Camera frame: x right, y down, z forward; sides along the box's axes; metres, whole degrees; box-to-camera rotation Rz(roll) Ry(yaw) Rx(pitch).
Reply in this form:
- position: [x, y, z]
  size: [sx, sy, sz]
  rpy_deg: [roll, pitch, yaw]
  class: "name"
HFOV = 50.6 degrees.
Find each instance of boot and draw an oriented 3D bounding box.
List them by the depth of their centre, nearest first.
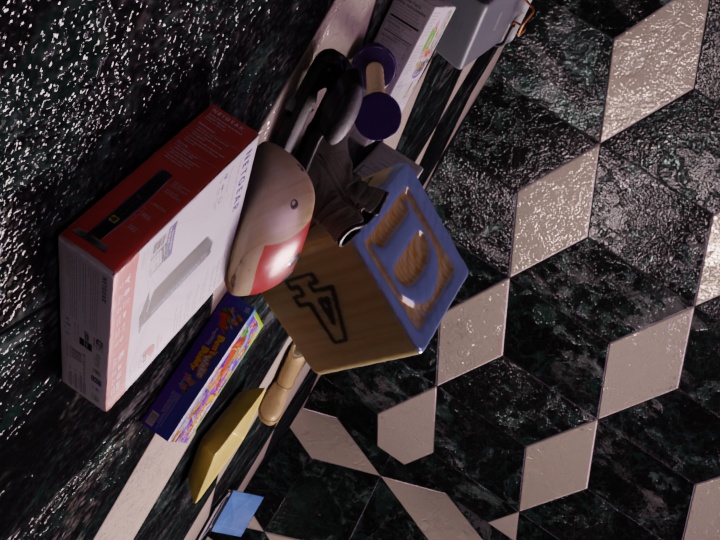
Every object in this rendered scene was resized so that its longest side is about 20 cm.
- position: [-0.018, -0.118, 0.938]
  size: [0.201, 0.129, 0.068]
  rpy_deg: [-55, 174, -36]
  class: "boot"
- position: [-0.193, 0.275, 1.953]
  size: [0.177, 0.065, 0.202]
  rpy_deg: [-71, -173, -48]
  class: "boot"

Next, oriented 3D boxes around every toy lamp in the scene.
- position: [0.016, -0.212, 0.866]
  size: [0.201, 0.057, 0.059]
  rpy_deg: [-88, -156, -57]
  class: "toy lamp"

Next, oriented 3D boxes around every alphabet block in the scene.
- position: [0.000, 0.000, 1.059]
  size: [0.198, 0.198, 0.196]
  rpy_deg: [-16, -157, 40]
  class: "alphabet block"

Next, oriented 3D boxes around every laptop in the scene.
- position: [-0.442, 0.843, 2.544]
  size: [0.189, 0.115, 0.200]
  rpy_deg: [-60, 175, 17]
  class: "laptop"

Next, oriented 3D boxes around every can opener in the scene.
- position: [-0.062, -0.143, 0.806]
  size: [0.201, 0.062, 0.080]
  rpy_deg: [-51, -154, 35]
  class: "can opener"

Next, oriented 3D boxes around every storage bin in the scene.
- position: [0.202, -0.433, 1.265]
  size: [0.134, 0.145, 0.201]
  rpy_deg: [-44, 169, -24]
  class: "storage bin"

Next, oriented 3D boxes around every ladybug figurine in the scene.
- position: [-0.094, -0.044, 0.771]
  size: [0.200, 0.070, 0.138]
  rpy_deg: [125, -26, -61]
  class: "ladybug figurine"

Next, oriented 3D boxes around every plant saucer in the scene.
- position: [-0.284, 0.348, 1.561]
  size: [0.201, 0.048, 0.202]
  rpy_deg: [-54, 173, -48]
  class: "plant saucer"

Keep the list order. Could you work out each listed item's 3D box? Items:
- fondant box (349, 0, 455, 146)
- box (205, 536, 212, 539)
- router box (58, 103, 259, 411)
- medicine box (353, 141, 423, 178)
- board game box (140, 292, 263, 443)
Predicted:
- position: [0.048, -0.281, 1.041]
  size: [0.202, 0.058, 0.144]
  rpy_deg: [-60, 175, 24]
  class: "fondant box"
- position: [-0.537, 1.104, 2.723]
  size: [0.123, 0.191, 0.200]
  rpy_deg: [-59, 174, 23]
  class: "box"
- position: [-0.166, -0.008, 0.622]
  size: [0.180, 0.048, 0.201]
  rpy_deg: [-54, 173, -40]
  class: "router box"
- position: [0.011, -0.109, 1.427]
  size: [0.200, 0.102, 0.184]
  rpy_deg: [-51, 171, -51]
  class: "medicine box"
- position: [-0.211, 0.137, 1.047]
  size: [0.202, 0.044, 0.135]
  rpy_deg: [-58, 175, -12]
  class: "board game box"
